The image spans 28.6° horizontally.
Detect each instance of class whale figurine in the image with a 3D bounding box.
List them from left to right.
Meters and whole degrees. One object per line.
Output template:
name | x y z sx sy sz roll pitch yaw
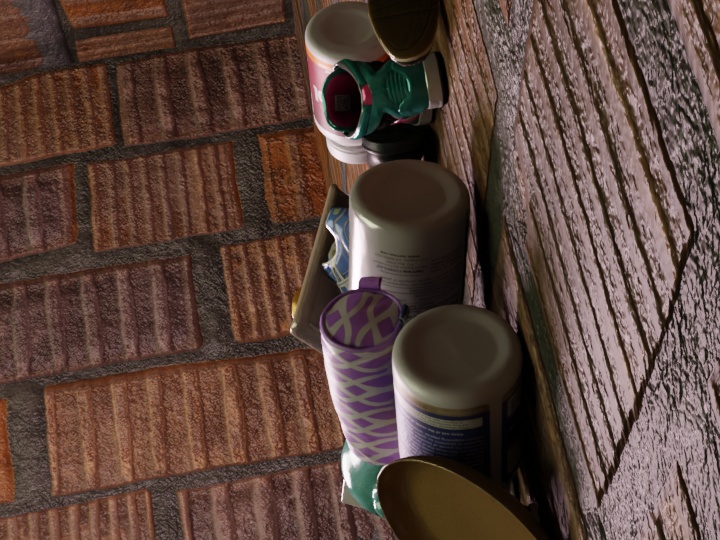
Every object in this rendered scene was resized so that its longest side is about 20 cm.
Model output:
whale figurine | 0.030 0.186 1.513 0.200 0.103 0.160 86 -162 -63

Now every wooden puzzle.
wooden puzzle | -0.021 0.018 1.699 0.200 0.046 0.186 40 -120 -54

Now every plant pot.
plant pot | 0.101 0.233 1.239 0.199 0.027 0.201 31 147 23

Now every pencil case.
pencil case | 0.012 0.098 1.330 0.201 0.083 0.086 82 -170 -47

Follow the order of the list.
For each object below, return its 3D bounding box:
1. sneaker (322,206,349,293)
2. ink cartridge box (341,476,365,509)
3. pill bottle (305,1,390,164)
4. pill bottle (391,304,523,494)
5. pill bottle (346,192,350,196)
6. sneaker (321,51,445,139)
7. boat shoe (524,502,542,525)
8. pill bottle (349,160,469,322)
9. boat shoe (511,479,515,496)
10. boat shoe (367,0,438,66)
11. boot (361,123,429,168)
sneaker | 0.000 0.000 1.618 0.076 0.077 0.201 -62 -18 -44
ink cartridge box | 0.041 0.172 1.695 0.145 0.083 0.201 -64 -16 -53
pill bottle | -0.008 -0.237 1.824 0.201 0.112 0.113 84 175 -50
pill bottle | 0.090 0.137 1.279 0.116 0.115 0.201 -104 6 -46
pill bottle | 0.022 0.000 1.928 0.115 0.114 0.201 -106 7 -57
sneaker | 0.019 -0.181 1.495 0.200 0.120 0.084 159 101 -86
boat shoe | 0.135 0.269 1.312 0.200 0.062 0.073 92 171 -65
pill bottle | 0.045 0.003 1.383 0.115 0.114 0.201 -104 12 -49
boat shoe | 0.125 0.266 1.444 0.075 0.064 0.203 -104 6 -48
boat shoe | 0.041 -0.278 1.399 0.065 0.073 0.201 65 -165 -59
boot | 0.046 -0.085 1.631 0.200 0.076 0.169 -85 -10 -78
